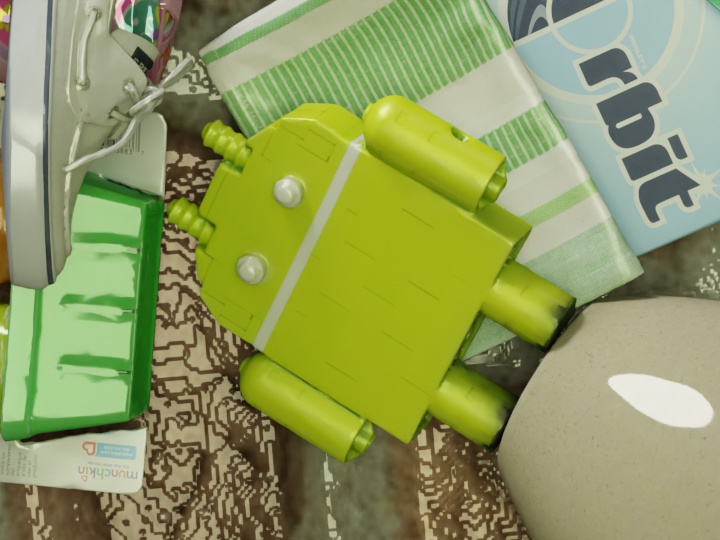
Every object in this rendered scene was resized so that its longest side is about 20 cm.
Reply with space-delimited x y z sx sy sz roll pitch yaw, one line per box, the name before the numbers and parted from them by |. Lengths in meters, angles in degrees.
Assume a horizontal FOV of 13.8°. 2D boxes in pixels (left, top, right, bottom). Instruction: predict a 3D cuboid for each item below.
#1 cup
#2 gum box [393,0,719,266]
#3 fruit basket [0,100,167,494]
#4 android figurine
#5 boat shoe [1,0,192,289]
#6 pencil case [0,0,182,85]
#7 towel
cup | 0.151 0.091 1.424 0.143 0.200 0.201 33 91 18
gum box | 0.128 -0.098 1.443 0.199 0.045 0.171 -24 95 15
fruit basket | -0.195 0.008 1.446 0.199 0.094 0.187 4 93 12
android figurine | 0.000 0.000 1.435 0.199 0.041 0.183 33 117 8
boat shoe | -0.119 -0.091 1.363 0.085 0.075 0.204 3 83 -8
pencil case | -0.184 -0.138 1.426 0.199 0.087 0.088 15 93 -5
towel | 0.025 -0.053 1.440 0.152 0.023 0.201 -28 94 28
